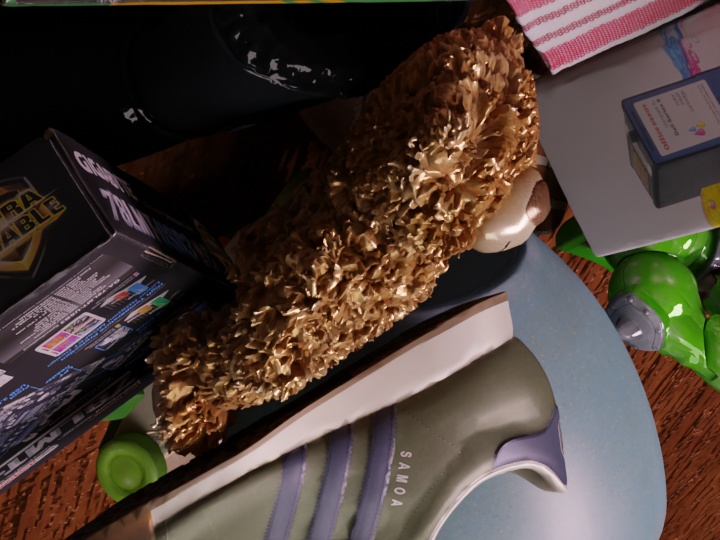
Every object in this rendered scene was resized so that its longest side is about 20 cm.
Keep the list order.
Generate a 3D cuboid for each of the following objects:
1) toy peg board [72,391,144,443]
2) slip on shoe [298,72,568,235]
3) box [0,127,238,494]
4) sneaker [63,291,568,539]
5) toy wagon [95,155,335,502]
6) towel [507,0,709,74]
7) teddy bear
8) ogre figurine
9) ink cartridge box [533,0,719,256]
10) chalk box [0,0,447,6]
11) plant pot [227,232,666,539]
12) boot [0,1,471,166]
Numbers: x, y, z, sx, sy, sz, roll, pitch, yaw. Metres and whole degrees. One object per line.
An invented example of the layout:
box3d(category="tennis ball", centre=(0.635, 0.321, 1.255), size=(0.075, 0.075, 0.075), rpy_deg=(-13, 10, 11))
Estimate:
box3d(category="toy peg board", centre=(-0.210, 0.055, 0.928), size=(0.200, 0.098, 0.199), rpy_deg=(1, 146, -38))
box3d(category="slip on shoe", centre=(0.039, -0.061, 0.947), size=(0.061, 0.076, 0.200), rpy_deg=(11, -179, 30))
box3d(category="box", centre=(-0.147, 0.041, 0.749), size=(0.200, 0.050, 0.198), rpy_deg=(-36, 169, 5))
box3d(category="sneaker", centre=(-0.009, 0.092, 0.783), size=(0.200, 0.090, 0.067), rpy_deg=(-30, -177, -13))
box3d(category="toy wagon", centre=(-0.056, 0.024, 0.984), size=(0.200, 0.040, 0.155), rpy_deg=(-63, 168, 23))
box3d(category="towel", centre=(0.104, -0.140, 0.709), size=(0.146, 0.030, 0.200), rpy_deg=(-24, 158, 10))
box3d(category="teddy bear", centre=(0.000, 0.000, 0.737), size=(0.200, 0.067, 0.145), rpy_deg=(-43, 169, 19))
box3d(category="ogre figurine", centre=(0.164, -0.017, 0.992), size=(0.120, 0.200, 0.098), rpy_deg=(14, 166, -25))
box3d(category="ink cartridge box", centre=(0.186, -0.085, 0.843), size=(0.145, 0.088, 0.200), rpy_deg=(-29, -171, -35))
box3d(category="chalk box", centre=(-0.066, -0.147, 0.566), size=(0.200, 0.124, 0.125), rpy_deg=(-4, 115, -30))
box3d(category="plant pot", centre=(0.030, 0.048, 0.904), size=(0.200, 0.200, 0.135), rpy_deg=(-15, 123, -13))
box3d(category="boot", centre=(-0.077, -0.076, 0.735), size=(0.200, 0.077, 0.168), rpy_deg=(-16, 180, -26))
